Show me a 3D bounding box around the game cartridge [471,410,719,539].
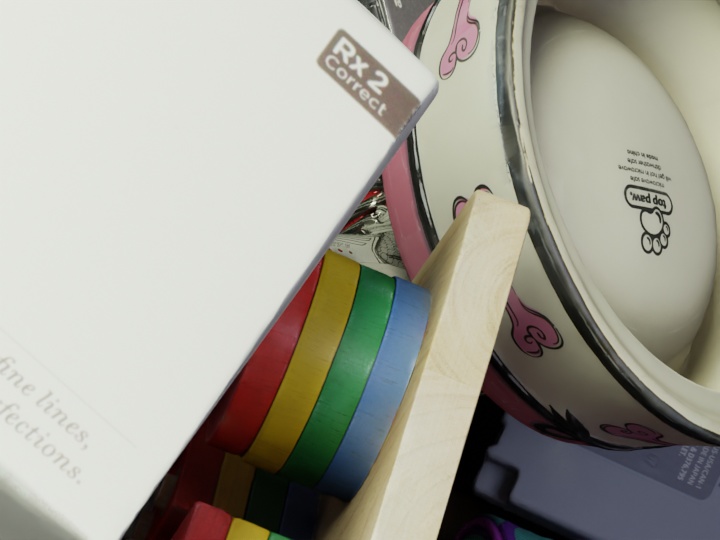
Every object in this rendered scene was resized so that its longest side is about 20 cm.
[{"bbox_3d":[0.145,0.027,1.136,0.201,0.133,0.040,-63,160,-11],"label":"game cartridge"}]

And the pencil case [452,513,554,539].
[{"bbox_3d":[0.117,0.169,1.109,0.199,0.092,0.085,24,107,-18],"label":"pencil case"}]

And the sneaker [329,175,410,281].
[{"bbox_3d":[0.000,0.000,1.041,0.083,0.078,0.200,67,14,6],"label":"sneaker"}]

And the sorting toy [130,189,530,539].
[{"bbox_3d":[-0.033,0.091,0.881,0.069,0.200,0.200,22,60,-6],"label":"sorting toy"}]

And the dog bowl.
[{"bbox_3d":[0.087,-0.029,0.977,0.200,0.074,0.201,25,56,-43],"label":"dog bowl"}]

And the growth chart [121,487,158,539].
[{"bbox_3d":[-0.071,0.080,0.989,0.144,0.018,0.201,1,69,-36],"label":"growth chart"}]

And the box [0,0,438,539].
[{"bbox_3d":[-0.120,-0.034,0.785,0.199,0.131,0.200,42,52,-9],"label":"box"}]

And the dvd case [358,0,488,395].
[{"bbox_3d":[0.082,-0.032,1.044,0.199,0.016,0.150,-2,74,-51],"label":"dvd case"}]
